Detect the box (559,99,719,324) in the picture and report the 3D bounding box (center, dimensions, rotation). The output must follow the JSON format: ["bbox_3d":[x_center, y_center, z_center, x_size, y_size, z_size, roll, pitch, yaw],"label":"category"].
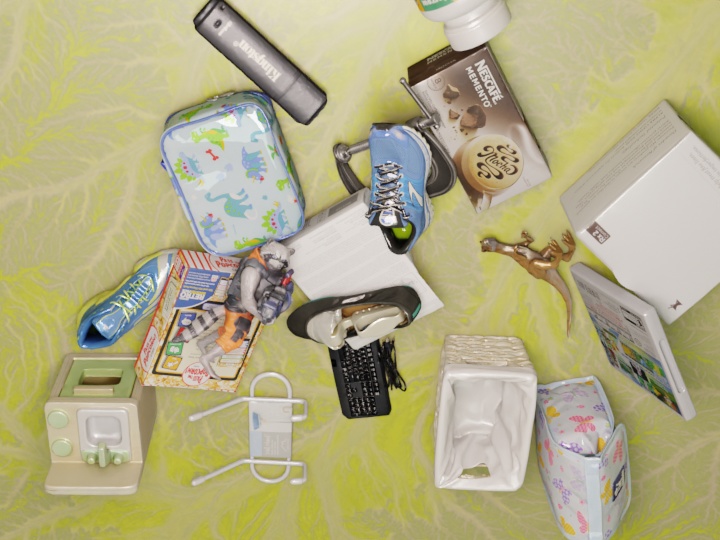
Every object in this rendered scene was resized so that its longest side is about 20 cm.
[{"bbox_3d":[0.407,-0.077,1.489,0.199,0.131,0.200,40,109,-19],"label":"box"}]

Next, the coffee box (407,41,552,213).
[{"bbox_3d":[0.154,-0.192,1.453,0.112,0.080,0.201,-25,115,14],"label":"coffee box"}]

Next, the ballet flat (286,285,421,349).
[{"bbox_3d":[-0.014,0.067,1.530,0.198,0.069,0.068,-16,123,17],"label":"ballet flat"}]

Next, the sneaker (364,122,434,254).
[{"bbox_3d":[0.048,-0.100,1.420,0.078,0.090,0.201,5,136,22],"label":"sneaker"}]

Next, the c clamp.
[{"bbox_3d":[0.039,-0.154,1.459,0.199,0.027,0.171,-22,121,41],"label":"c clamp"}]

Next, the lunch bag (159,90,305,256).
[{"bbox_3d":[-0.169,-0.128,1.477,0.159,0.083,0.201,-18,116,6],"label":"lunch bag"}]

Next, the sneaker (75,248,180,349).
[{"bbox_3d":[-0.313,0.051,1.549,0.199,0.105,0.076,-35,111,15],"label":"sneaker"}]

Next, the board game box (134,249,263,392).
[{"bbox_3d":[-0.212,0.075,1.565,0.150,0.046,0.201,9,118,-34],"label":"board game box"}]

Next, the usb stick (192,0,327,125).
[{"bbox_3d":[-0.126,-0.266,1.436,0.200,0.033,0.055,41,110,-19],"label":"usb stick"}]

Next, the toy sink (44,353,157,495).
[{"bbox_3d":[-0.366,0.208,1.574,0.129,0.200,0.113,0,117,-1],"label":"toy sink"}]

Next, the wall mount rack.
[{"bbox_3d":[-0.164,0.252,1.671,0.172,0.075,0.202,2,116,-1],"label":"wall mount rack"}]

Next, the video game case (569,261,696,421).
[{"bbox_3d":[0.372,0.094,1.538,0.022,0.200,0.183,-31,115,-7],"label":"video game case"}]

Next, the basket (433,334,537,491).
[{"bbox_3d":[0.174,0.203,1.628,0.134,0.124,0.202,2,116,-2],"label":"basket"}]

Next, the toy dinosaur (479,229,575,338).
[{"bbox_3d":[0.259,-0.004,1.574,0.199,0.061,0.106,37,135,-12],"label":"toy dinosaur"}]

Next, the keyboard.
[{"bbox_3d":[0.007,0.134,1.636,0.103,0.040,0.202,-9,117,4],"label":"keyboard"}]

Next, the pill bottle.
[{"bbox_3d":[0.102,-0.372,1.344,0.112,0.113,0.201,-27,115,12],"label":"pill bottle"}]

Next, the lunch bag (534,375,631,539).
[{"bbox_3d":[0.325,0.279,1.627,0.126,0.200,0.171,-8,116,3],"label":"lunch bag"}]

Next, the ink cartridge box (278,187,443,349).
[{"bbox_3d":[0.000,0.000,1.554,0.161,0.050,0.200,-28,120,24],"label":"ink cartridge box"}]

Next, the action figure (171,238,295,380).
[{"bbox_3d":[-0.154,0.043,1.457,0.104,0.200,0.194,34,90,-1],"label":"action figure"}]
